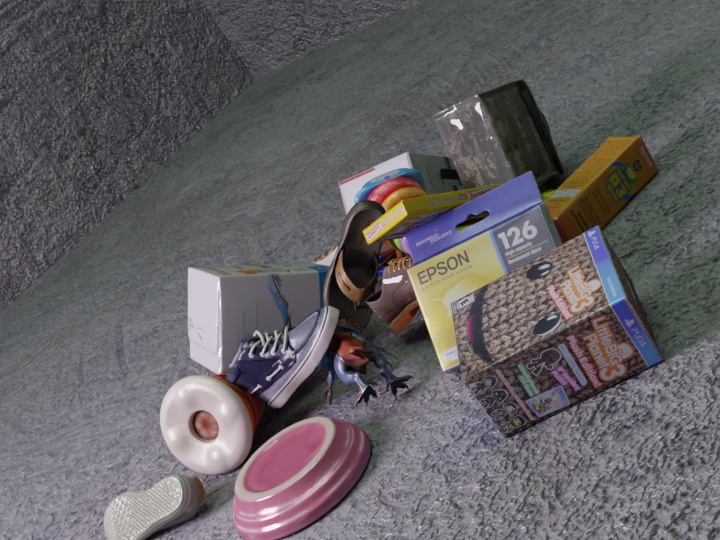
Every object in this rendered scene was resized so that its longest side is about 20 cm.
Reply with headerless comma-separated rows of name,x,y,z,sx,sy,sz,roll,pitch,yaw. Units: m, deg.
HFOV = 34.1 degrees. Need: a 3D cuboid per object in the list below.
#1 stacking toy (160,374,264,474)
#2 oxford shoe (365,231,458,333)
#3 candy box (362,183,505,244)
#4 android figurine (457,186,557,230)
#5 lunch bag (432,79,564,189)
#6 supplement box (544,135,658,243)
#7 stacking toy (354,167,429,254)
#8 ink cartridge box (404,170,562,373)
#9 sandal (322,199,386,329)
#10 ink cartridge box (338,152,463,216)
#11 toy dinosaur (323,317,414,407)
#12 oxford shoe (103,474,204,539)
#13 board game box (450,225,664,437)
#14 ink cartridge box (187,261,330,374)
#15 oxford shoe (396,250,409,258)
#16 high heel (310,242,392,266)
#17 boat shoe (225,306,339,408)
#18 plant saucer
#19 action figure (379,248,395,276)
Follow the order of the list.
stacking toy,-0.184,0.199,1.713,0.146,0.146,0.200,-24,2,27
oxford shoe,0.070,0.007,1.608,0.200,0.073,0.071,-56,1,40
candy box,0.110,-0.078,1.588,0.200,0.026,0.102,-12,-17,-35
android figurine,0.215,-0.077,1.753,0.200,0.041,0.182,-16,9,39
lunch bag,0.231,-0.201,1.805,0.118,0.164,0.200,-21,4,42
supplement box,0.328,-0.108,1.647,0.200,0.067,0.069,-44,21,-25
stacking toy,0.081,-0.058,1.701,0.116,0.110,0.200,-23,34,-12
ink cartridge box,0.162,0.001,1.485,0.198,0.200,0.047,-27,-15,23
sandal,0.000,0.000,1.680,0.055,0.082,0.200,-130,54,-63
ink cartridge box,0.085,-0.126,1.919,0.144,0.084,0.200,-21,-12,34
toy dinosaur,-0.005,0.101,1.581,0.105,0.200,0.182,-24,48,-17
oxford shoe,-0.285,0.331,1.617,0.200,0.075,0.058,-30,-24,35
board game box,0.216,0.068,1.328,0.200,0.097,0.159,-29,27,15
ink cartridge box,-0.141,0.067,1.744,0.200,0.145,0.147,-3,7,-26
oxford shoe,0.093,-0.014,1.804,0.073,0.071,0.200,-10,32,15
high heel,-0.018,-0.022,2.030,0.200,0.071,0.143,-27,2,-5
boat shoe,-0.110,0.107,1.590,0.200,0.093,0.075,-54,17,36
plant saucer,-0.083,0.252,1.477,0.200,0.051,0.201,-30,19,11
action figure,-0.009,0.008,1.928,0.200,0.065,0.052,-30,41,9
